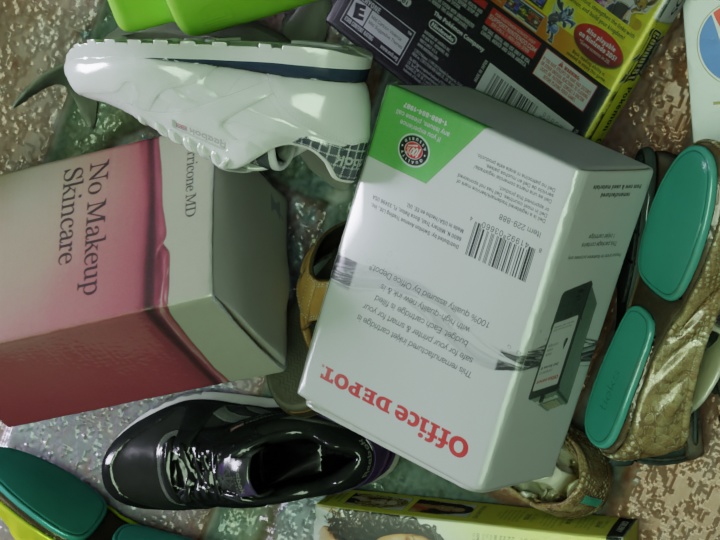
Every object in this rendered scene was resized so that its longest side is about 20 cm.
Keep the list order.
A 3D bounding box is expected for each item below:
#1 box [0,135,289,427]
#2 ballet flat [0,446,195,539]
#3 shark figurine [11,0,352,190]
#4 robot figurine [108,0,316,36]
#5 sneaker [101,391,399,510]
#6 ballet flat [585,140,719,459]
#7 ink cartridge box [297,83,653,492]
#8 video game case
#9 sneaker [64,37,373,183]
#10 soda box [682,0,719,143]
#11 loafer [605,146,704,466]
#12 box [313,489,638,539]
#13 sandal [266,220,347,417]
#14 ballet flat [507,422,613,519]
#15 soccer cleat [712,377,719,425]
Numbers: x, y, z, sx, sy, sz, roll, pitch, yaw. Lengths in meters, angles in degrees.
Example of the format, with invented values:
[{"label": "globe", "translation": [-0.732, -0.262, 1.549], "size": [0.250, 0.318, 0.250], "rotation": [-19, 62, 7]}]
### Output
[{"label": "box", "translation": [-0.155, 0.005, 1.685], "size": [0.200, 0.109, 0.128], "rotation": [-13, 58, 20]}, {"label": "ballet flat", "translation": [-0.171, 0.186, 1.773], "size": [0.200, 0.067, 0.067], "rotation": [24, 118, 11]}, {"label": "shark figurine", "translation": [-0.102, -0.131, 1.689], "size": [0.214, 0.090, 0.128], "rotation": [13, 101, 12]}, {"label": "robot figurine", "translation": [-0.060, -0.210, 1.617], "size": [0.200, 0.175, 0.116], "rotation": [-17, 121, 4]}, {"label": "sneaker", "translation": [-0.080, 0.117, 1.719], "size": [0.200, 0.088, 0.076], "rotation": [-10, 96, 18]}, {"label": "ballet flat", "translation": [0.189, 0.019, 1.570], "size": [0.065, 0.071, 0.200], "rotation": [8, 115, -25]}, {"label": "ink cartridge box", "translation": [0.064, 0.008, 1.580], "size": [0.146, 0.084, 0.200], "rotation": [27, 108, 32]}, {"label": "video game case", "translation": [0.093, -0.172, 1.619], "size": [0.200, 0.025, 0.181], "rotation": [40, 113, 27]}, {"label": "sneaker", "translation": [-0.088, -0.098, 1.599], "size": [0.200, 0.076, 0.081], "rotation": [7, 101, 27]}, {"label": "soda box", "translation": [0.232, -0.103, 1.604], "size": [0.068, 0.064, 0.200], "rotation": [-3, 98, 17]}, {"label": "loafer", "translation": [0.186, 0.023, 1.644], "size": [0.063, 0.072, 0.200], "rotation": [4, 108, -3]}, {"label": "box", "translation": [0.071, 0.186, 1.705], "size": [0.200, 0.050, 0.075], "rotation": [4, 101, 16]}, {"label": "sandal", "translation": [0.000, 0.000, 1.677], "size": [0.200, 0.055, 0.082], "rotation": [-50, 45, 16]}, {"label": "ballet flat", "translation": [0.070, 0.082, 1.677], "size": [0.200, 0.065, 0.071], "rotation": [34, 97, 10]}, {"label": "soccer cleat", "translation": [0.270, 0.134, 1.628], "size": [0.086, 0.070, 0.200], "rotation": [-13, 100, 2]}]
